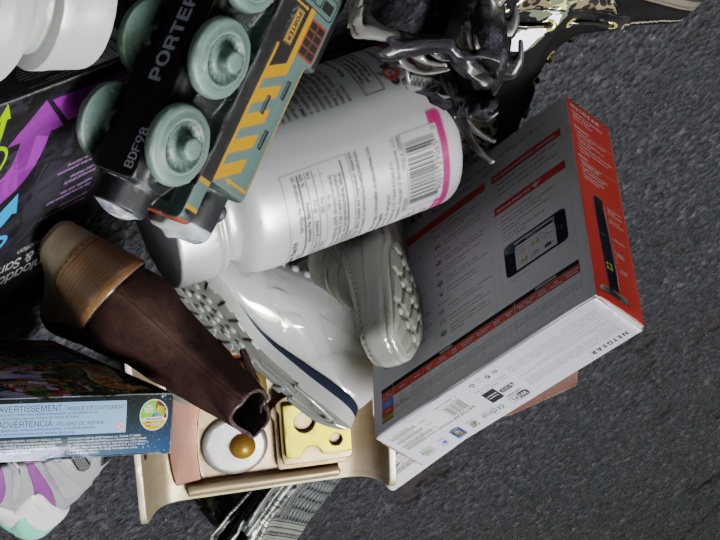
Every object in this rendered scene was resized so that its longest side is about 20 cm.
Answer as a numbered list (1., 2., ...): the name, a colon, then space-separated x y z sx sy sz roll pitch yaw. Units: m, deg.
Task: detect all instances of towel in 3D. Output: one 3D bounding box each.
1. towel: -0.043 0.174 1.321 0.193 0.034 0.200 -51 165 -4

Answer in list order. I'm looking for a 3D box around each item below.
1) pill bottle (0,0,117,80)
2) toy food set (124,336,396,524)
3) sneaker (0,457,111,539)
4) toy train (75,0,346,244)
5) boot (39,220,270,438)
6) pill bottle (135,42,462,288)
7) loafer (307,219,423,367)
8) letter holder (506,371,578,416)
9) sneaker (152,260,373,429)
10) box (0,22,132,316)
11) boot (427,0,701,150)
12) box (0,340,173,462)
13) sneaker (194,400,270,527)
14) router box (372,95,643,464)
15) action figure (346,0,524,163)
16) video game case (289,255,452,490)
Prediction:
1. pill bottle: -0.224 -0.140 0.751 0.198 0.110 0.110 -6 139 -37
2. toy food set: -0.073 0.107 1.168 0.197 0.060 0.145 -6 107 -9
3. sneaker: -0.245 0.120 1.123 0.140 0.078 0.200 -42 157 9
4. toy train: -0.082 -0.113 0.894 0.114 0.085 0.202 33 78 -53
5. boot: -0.129 0.054 1.006 0.072 0.166 0.200 -47 171 -11
6. pill bottle: -0.044 -0.067 1.011 0.198 0.114 0.114 -21 146 -20
7. loafer: 0.000 0.000 1.072 0.069 0.201 0.070 -20 122 8
8. letter holder: 0.102 0.035 1.296 0.141 0.101 0.201 -24 147 -12
9. sneaker: -0.062 0.023 1.104 0.200 0.076 0.081 44 72 -19
10. box: -0.211 -0.043 0.920 0.143 0.036 0.201 -34 159 -49
11. boot: 0.128 -0.159 1.083 0.198 0.073 0.151 -2 135 -35
12. box: -0.219 0.077 0.969 0.135 0.199 0.038 0 97 -33
13. sneaker: -0.091 0.129 1.289 0.086 0.078 0.201 -35 156 -34
14. router box: 0.091 0.007 1.062 0.049 0.181 0.199 31 130 -31
15. action figure: 0.050 -0.168 0.947 0.101 0.119 0.202 6 116 12
16. video game case: 0.024 0.056 1.212 0.143 0.018 0.201 -36 109 5
